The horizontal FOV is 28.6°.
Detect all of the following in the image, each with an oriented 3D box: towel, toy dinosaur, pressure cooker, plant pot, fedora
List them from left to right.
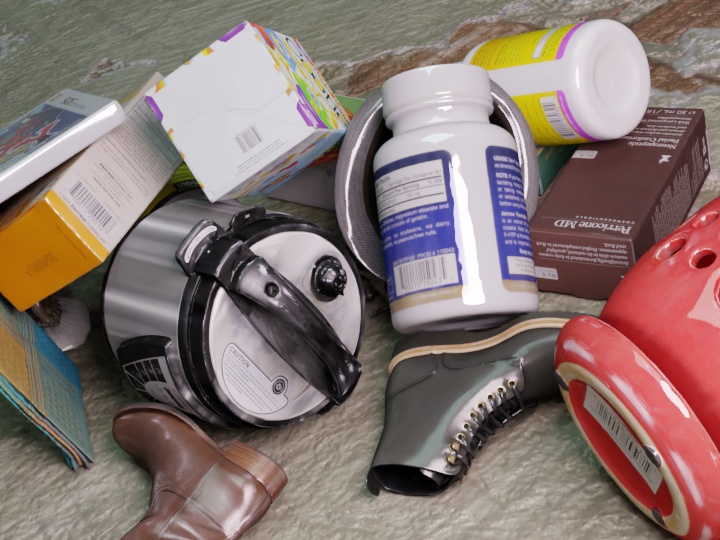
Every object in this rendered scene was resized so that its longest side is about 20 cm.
[{"bbox_3d":[-0.296,0.064,1.184,0.022,0.200,0.147,-33,35,5],"label":"towel"},{"bbox_3d":[-0.095,0.033,1.135,0.175,0.180,0.199,-5,12,-41],"label":"pressure cooker"},{"bbox_3d":[0.000,0.000,1.274,0.088,0.048,0.200,-10,33,-20],"label":"toy dinosaur"},{"bbox_3d":[0.065,-0.076,1.241,0.176,0.201,0.090,9,-5,-2],"label":"fedora"},{"bbox_3d":[0.244,0.071,0.955,0.182,0.201,0.200,-34,38,-9],"label":"plant pot"}]

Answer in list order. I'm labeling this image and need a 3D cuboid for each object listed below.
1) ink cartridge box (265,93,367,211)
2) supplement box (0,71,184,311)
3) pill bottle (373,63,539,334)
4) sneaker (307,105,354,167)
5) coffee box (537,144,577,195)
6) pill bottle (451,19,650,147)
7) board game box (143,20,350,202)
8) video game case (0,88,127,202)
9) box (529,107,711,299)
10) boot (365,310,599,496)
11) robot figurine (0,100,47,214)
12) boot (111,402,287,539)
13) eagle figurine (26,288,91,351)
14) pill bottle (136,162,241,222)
[{"bbox_3d":[-0.019,-0.114,1.387,0.199,0.104,0.059,14,46,37],"label":"ink cartridge box"},{"bbox_3d":[-0.232,-0.070,1.212,0.126,0.074,0.200,-27,22,38],"label":"supplement box"},{"bbox_3d":[0.072,-0.056,1.132,0.119,0.201,0.120,-6,-9,-1],"label":"pill bottle"},{"bbox_3d":[-0.089,-0.140,1.333,0.199,0.073,0.077,5,19,21],"label":"sneaker"},{"bbox_3d":[0.117,-0.137,1.412,0.199,0.044,0.123,11,44,34],"label":"coffee box"},{"bbox_3d":[0.157,-0.164,1.282,0.199,0.105,0.104,0,35,51],"label":"pill bottle"},{"bbox_3d":[-0.086,-0.131,1.183,0.105,0.103,0.200,-33,-1,10],"label":"board game box"},{"bbox_3d":[-0.306,-0.090,1.193,0.200,0.023,0.182,-36,22,-15],"label":"video game case"},{"bbox_3d":[0.230,-0.064,1.243,0.100,0.075,0.200,6,43,30],"label":"box"},{"bbox_3d":[0.105,0.110,1.069,0.199,0.078,0.139,-13,37,28],"label":"boot"},{"bbox_3d":[-0.321,-0.081,1.315,0.144,0.058,0.200,15,42,27],"label":"robot figurine"},{"bbox_3d":[-0.178,0.200,1.072,0.186,0.064,0.200,12,49,38],"label":"boot"},{"bbox_3d":[-0.356,0.012,1.366,0.151,0.152,0.200,9,-17,-33],"label":"eagle figurine"},{"bbox_3d":[-0.190,-0.060,1.376,0.112,0.113,0.200,-28,37,-16],"label":"pill bottle"}]
